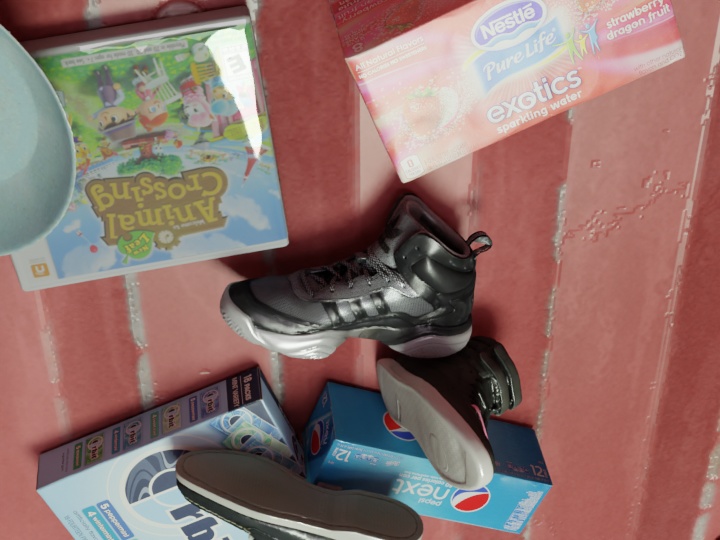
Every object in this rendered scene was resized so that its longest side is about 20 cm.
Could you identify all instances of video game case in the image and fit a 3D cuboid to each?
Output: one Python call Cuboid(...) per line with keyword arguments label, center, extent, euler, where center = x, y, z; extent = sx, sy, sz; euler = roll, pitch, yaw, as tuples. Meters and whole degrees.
Cuboid(label="video game case", center=(-0.158, -0.078, 0.838), extent=(0.197, 0.022, 0.184), euler=(-10, 127, -3))

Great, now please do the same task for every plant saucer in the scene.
Cuboid(label="plant saucer", center=(-0.266, -0.099, 0.773), extent=(0.198, 0.039, 0.203), euler=(8, 128, 10))

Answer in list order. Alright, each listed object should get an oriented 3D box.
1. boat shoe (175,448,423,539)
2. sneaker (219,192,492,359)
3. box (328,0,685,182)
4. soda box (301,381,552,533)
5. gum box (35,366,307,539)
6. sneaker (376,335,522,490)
Cuboid(label="boat shoe", center=(-0.052, 0.195, 0.942), extent=(0.197, 0.076, 0.061), euler=(19, 116, 6))
Cuboid(label="sneaker", center=(0.000, 0.000, 0.893), extent=(0.197, 0.076, 0.115), euler=(4, 124, -20))
Cuboid(label="box", center=(0.090, -0.156, 0.780), extent=(0.198, 0.095, 0.103), euler=(-23, 125, 7))
Cuboid(label="soda box", center=(0.054, 0.157, 1.015), extent=(0.197, 0.068, 0.065), euler=(15, 124, -20))
Cuboid(label="gum box", center=(-0.139, 0.187, 1.018), extent=(0.198, 0.045, 0.171), euler=(-22, 126, 5))
Cuboid(label="sneaker", center=(0.084, 0.096, 0.914), extent=(0.098, 0.200, 0.072), euler=(-17, 106, -12))
